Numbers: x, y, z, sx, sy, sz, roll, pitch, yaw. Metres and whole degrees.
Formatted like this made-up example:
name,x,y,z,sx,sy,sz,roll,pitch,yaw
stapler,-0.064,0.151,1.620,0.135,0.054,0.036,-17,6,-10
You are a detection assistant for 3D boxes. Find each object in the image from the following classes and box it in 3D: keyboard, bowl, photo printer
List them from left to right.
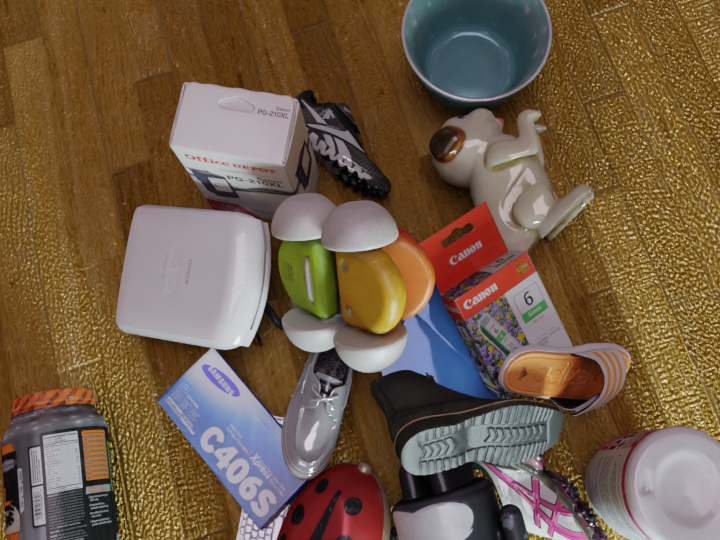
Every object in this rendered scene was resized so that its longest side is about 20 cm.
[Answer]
name,x,y,z,sx,sy,sz,roll,pitch,yaw
photo printer,-0.204,0.007,0.869,0.195,0.069,0.172,7,84,22
keyboard,-0.115,0.284,0.848,0.055,0.011,0.206,8,75,6
bowl,0.153,-0.296,0.944,0.194,0.105,0.207,-1,73,3

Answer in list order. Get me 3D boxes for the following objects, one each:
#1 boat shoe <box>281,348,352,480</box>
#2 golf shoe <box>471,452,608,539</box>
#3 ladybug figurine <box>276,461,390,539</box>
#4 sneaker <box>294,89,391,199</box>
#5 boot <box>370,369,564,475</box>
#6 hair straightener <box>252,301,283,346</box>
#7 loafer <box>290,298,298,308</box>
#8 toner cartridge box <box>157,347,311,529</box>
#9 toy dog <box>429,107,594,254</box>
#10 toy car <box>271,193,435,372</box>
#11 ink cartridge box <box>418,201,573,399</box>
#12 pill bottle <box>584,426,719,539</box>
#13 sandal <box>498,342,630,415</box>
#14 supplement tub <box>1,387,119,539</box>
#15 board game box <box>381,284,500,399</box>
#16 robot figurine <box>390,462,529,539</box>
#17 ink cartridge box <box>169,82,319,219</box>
name,x,y,z,sx,sy,sz,roll,pitch,yaw
boat shoe,-0.041,0.143,0.827,0.070,0.069,0.203,22,58,0
golf shoe,0.207,0.272,0.806,0.092,0.072,0.201,-45,69,12
ladybug figurine,-0.040,0.312,0.787,0.133,0.072,0.204,19,81,29
sneaker,-0.027,-0.180,0.943,0.198,0.067,0.091,36,82,15
boot,0.116,0.151,0.787,0.194,0.139,0.080,1,112,-18
hair straightener,-0.156,-0.002,0.921,0.076,0.041,0.202,-33,71,-6
loafer,0.000,0.000,0.889,0.195,0.070,0.072,-19,82,-1
toner cartridge box,-0.149,0.202,0.844,0.095,0.043,0.200,-42,76,-11
toy dog,0.176,-0.117,0.892,0.201,0.139,0.194,50,116,14
toy car,-0.003,0.001,0.781,0.197,0.148,0.180,12,116,42
ink cartridge box,0.158,0.034,0.812,0.107,0.050,0.203,-30,101,-10
pill bottle,0.309,0.230,0.737,0.110,0.200,0.117,-1,74,3
sandal,0.246,0.131,0.794,0.202,0.059,0.081,4,115,-31
supplement tub,-0.353,0.250,0.814,0.119,0.123,0.206,-12,73,0
board game box,0.120,0.104,0.870,0.157,0.039,0.201,39,80,3
robot figurine,0.106,0.307,0.769,0.121,0.150,0.205,-12,77,-14
ink cartridge box,-0.137,-0.139,0.868,0.140,0.201,0.087,10,74,6
